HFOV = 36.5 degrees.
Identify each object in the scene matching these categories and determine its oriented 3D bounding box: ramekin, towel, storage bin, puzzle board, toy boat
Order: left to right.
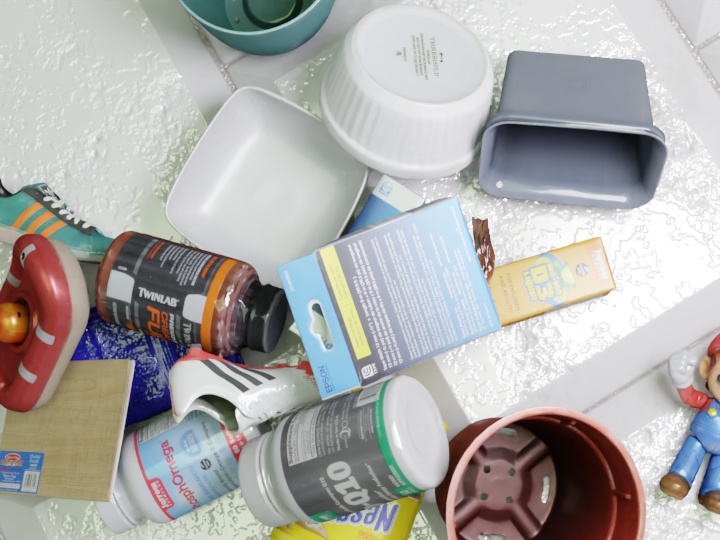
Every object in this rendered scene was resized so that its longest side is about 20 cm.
[{"bbox_3d":[-0.386,0.054,1.194,0.131,0.129,0.202,46,116,37],"label":"toy boat"},{"bbox_3d":[-0.333,0.178,1.225,0.197,0.017,0.154,-5,71,35],"label":"puzzle board"},{"bbox_3d":[-0.242,0.090,1.267,0.197,0.050,0.150,-21,80,1],"label":"towel"},{"bbox_3d":[0.057,-0.208,1.216,0.198,0.095,0.205,6,53,-8],"label":"ramekin"},{"bbox_3d":[0.237,-0.161,1.230,0.196,0.147,0.136,6,55,6],"label":"storage bin"}]

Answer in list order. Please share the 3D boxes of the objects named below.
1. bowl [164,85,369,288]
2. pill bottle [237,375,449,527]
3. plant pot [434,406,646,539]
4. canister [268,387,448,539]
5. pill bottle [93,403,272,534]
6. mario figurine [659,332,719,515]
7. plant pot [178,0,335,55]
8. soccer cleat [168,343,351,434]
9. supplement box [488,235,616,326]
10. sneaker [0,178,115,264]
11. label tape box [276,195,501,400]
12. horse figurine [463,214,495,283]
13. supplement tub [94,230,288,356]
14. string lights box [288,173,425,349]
[{"bbox_3d":[-0.102,-0.088,1.267,0.198,0.075,0.202,31,86,9],"label":"bowl"},{"bbox_3d":[-0.019,0.188,1.102,0.198,0.113,0.115,-23,80,27],"label":"pill bottle"},{"bbox_3d":[0.164,0.236,1.128,0.197,0.195,0.205,0,87,-8],"label":"plant pot"},{"bbox_3d":[0.000,0.239,1.206,0.146,0.087,0.203,20,82,15],"label":"canister"},{"bbox_3d":[-0.197,0.212,1.217,0.198,0.109,0.110,-27,81,1],"label":"pill bottle"},{"bbox_3d":[0.389,0.157,1.176,0.122,0.106,0.204,16,91,-28],"label":"mario figurine"},{"bbox_3d":[-0.112,-0.341,1.258,0.196,0.161,0.205,-1,82,5],"label":"plant pot"},{"bbox_3d":[-0.105,0.135,1.148,0.196,0.069,0.086,11,54,-16],"label":"soccer cleat"},{"bbox_3d":[0.185,0.022,1.234,0.197,0.069,0.068,-18,82,1],"label":"supplement box"},{"bbox_3d":[-0.367,-0.060,1.286,0.196,0.071,0.081,15,88,8],"label":"sneaker"},{"bbox_3d":[0.026,0.026,1.112,0.197,0.066,0.146,-21,96,-7],"label":"label tape box"},{"bbox_3d":[0.073,0.016,1.176,0.198,0.050,0.134,-27,101,-13],"label":"horse figurine"},{"bbox_3d":[-0.181,0.030,1.188,0.197,0.107,0.109,15,84,13],"label":"supplement tub"},{"bbox_3d":[0.000,0.000,1.232,0.058,0.103,0.202,31,85,7],"label":"string lights box"}]
